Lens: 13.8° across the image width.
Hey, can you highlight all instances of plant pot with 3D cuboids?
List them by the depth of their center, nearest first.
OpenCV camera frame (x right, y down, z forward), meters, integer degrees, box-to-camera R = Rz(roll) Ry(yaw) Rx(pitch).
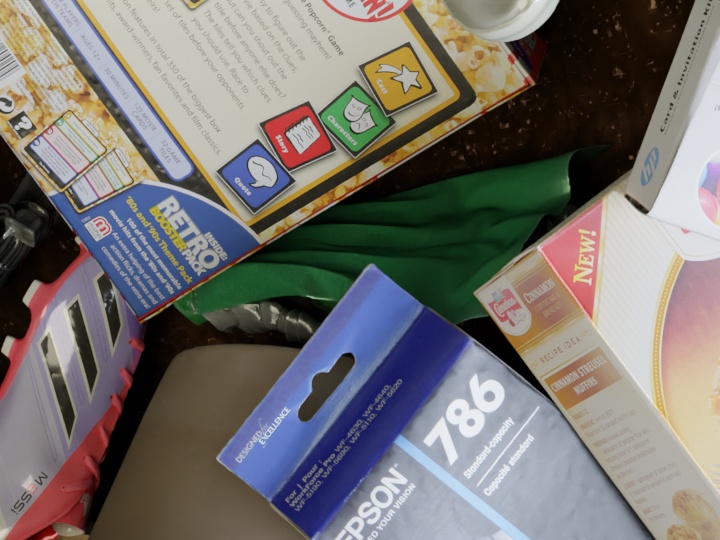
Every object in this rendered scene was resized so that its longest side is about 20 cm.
[{"bbox_3d":[-0.035,0.128,1.212,0.199,0.200,0.174,0,73,27],"label":"plant pot"}]

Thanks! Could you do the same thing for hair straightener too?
[{"bbox_3d":[-0.147,-0.032,1.287,0.041,0.077,0.200,41,121,-3],"label":"hair straightener"}]

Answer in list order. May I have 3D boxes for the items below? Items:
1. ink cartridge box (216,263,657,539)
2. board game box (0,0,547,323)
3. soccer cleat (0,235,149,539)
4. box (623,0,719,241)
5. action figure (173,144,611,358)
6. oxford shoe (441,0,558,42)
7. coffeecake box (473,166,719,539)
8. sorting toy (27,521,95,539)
[{"bbox_3d":[0.052,0.097,1.125,0.200,0.039,0.100,38,88,-9],"label":"ink cartridge box"},{"bbox_3d":[-0.050,-0.091,1.183,0.200,0.046,0.152,-30,106,22],"label":"board game box"},{"bbox_3d":[-0.130,0.068,1.288,0.076,0.067,0.200,33,86,13],"label":"soccer cleat"},{"bbox_3d":[0.200,-0.092,1.040,0.155,0.041,0.201,17,98,-12],"label":"box"},{"bbox_3d":[0.000,0.000,1.222,0.199,0.118,0.055,-5,118,37],"label":"action figure"},{"bbox_3d":[0.026,-0.177,1.090,0.075,0.058,0.201,-25,70,35],"label":"oxford shoe"},{"bbox_3d":[0.166,0.038,1.103,0.200,0.153,0.073,53,157,1],"label":"coffeecake box"},{"bbox_3d":[-0.153,0.200,1.371,0.198,0.070,0.201,7,104,25],"label":"sorting toy"}]
